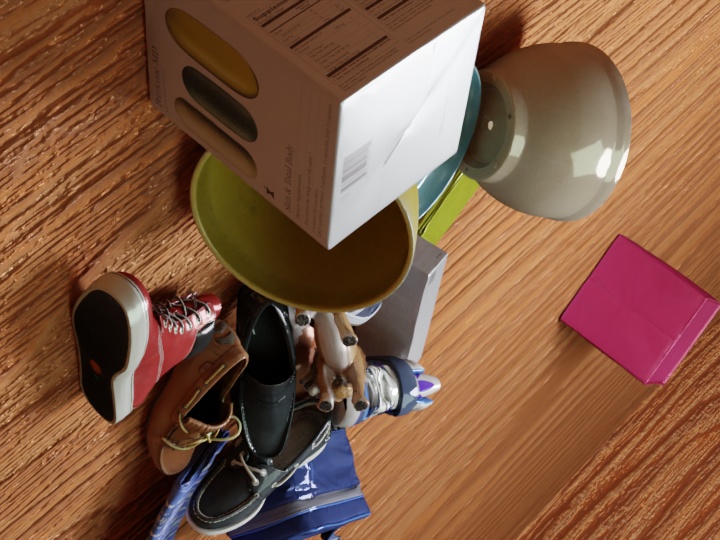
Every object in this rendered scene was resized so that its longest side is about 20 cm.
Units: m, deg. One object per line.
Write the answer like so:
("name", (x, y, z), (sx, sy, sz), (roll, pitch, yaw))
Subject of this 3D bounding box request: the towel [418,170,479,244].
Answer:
("towel", (0.139, -0.114, 1.602), (0.201, 0.018, 0.086), (-53, 157, 2))

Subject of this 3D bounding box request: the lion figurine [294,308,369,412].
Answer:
("lion figurine", (-0.031, 0.065, 1.313), (0.072, 0.123, 0.202), (-5, 125, -3))

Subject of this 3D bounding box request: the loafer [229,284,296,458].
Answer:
("loafer", (-0.099, 0.108, 1.324), (0.067, 0.070, 0.203), (-4, 113, -12))

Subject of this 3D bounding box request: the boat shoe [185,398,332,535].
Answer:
("boat shoe", (-0.109, 0.207, 1.406), (0.200, 0.075, 0.061), (-42, 163, -33))

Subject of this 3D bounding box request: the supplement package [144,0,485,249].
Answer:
("supplement package", (-0.039, -0.156, 0.950), (0.150, 0.200, 0.153), (-37, 154, -30))

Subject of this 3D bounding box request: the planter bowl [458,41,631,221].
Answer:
("planter bowl", (0.181, -0.156, 1.426), (0.134, 0.201, 0.201), (0, 130, -32))

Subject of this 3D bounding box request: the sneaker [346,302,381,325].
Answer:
("sneaker", (0.000, 0.000, 1.399), (0.108, 0.071, 0.199), (-37, 160, 20))

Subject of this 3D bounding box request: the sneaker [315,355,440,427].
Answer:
("sneaker", (0.028, 0.133, 1.506), (0.145, 0.082, 0.200), (-9, 175, -11))

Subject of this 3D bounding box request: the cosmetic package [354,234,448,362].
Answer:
("cosmetic package", (0.045, 0.037, 1.560), (0.051, 0.082, 0.201), (-48, 160, -37))

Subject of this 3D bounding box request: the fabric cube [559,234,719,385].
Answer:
("fabric cube", (0.523, 0.078, 2.401), (0.201, 0.199, 0.196), (-55, 159, 9))

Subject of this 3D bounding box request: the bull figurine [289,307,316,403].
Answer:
("bull figurine", (-0.088, 0.111, 1.441), (0.121, 0.065, 0.201), (-40, 153, -18))

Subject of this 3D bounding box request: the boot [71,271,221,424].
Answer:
("boot", (-0.180, 0.038, 1.149), (0.144, 0.072, 0.201), (-39, 162, -30))

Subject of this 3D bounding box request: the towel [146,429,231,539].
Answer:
("towel", (-0.211, 0.281, 1.447), (0.201, 0.024, 0.145), (-63, 177, 25))

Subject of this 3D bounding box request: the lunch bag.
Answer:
("lunch bag", (-0.078, 0.275, 1.556), (0.135, 0.134, 0.199), (-22, 168, 24))

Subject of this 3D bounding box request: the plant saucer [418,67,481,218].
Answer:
("plant saucer", (0.055, -0.129, 1.323), (0.200, 0.027, 0.201), (-41, 149, -31))

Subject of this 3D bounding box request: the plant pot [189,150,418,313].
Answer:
("plant pot", (-0.032, -0.085, 1.130), (0.201, 0.198, 0.143), (103, 7, -46))

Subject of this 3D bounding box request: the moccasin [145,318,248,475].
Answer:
("moccasin", (-0.162, 0.140, 1.314), (0.073, 0.078, 0.202), (-20, 146, -52))

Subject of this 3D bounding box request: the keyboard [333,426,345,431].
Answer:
("keyboard", (-0.030, 0.183, 1.720), (0.127, 0.021, 0.201), (-42, 157, -22))
